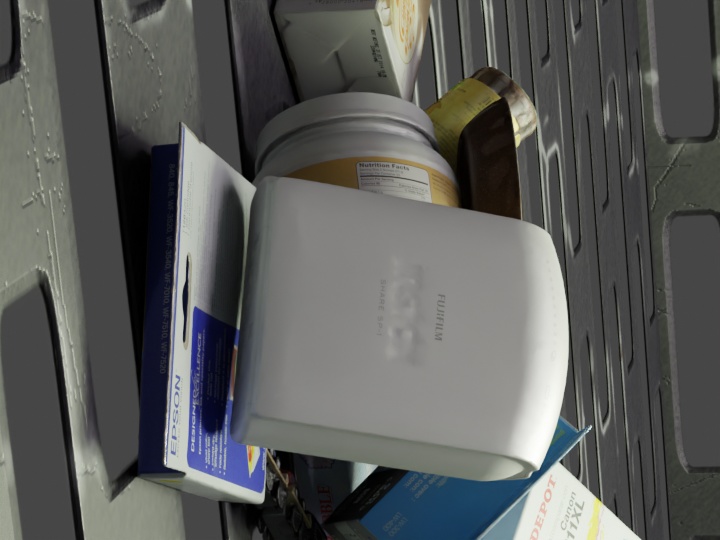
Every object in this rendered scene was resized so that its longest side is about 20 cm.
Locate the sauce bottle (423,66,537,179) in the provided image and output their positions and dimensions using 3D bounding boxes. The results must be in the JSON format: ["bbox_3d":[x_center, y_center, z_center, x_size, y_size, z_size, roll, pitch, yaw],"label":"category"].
[{"bbox_3d":[0.036,-0.067,1.802,0.200,0.065,0.065,-38,139,-20],"label":"sauce bottle"}]

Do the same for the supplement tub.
[{"bbox_3d":[0.000,0.000,1.648,0.145,0.144,0.200,63,18,-60],"label":"supplement tub"}]

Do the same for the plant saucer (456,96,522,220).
[{"bbox_3d":[0.087,-0.017,1.720,0.200,0.034,0.201,177,-90,-89],"label":"plant saucer"}]

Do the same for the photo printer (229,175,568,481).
[{"bbox_3d":[0.028,0.038,1.510,0.069,0.200,0.167,132,-34,-65],"label":"photo printer"}]

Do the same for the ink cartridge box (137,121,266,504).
[{"bbox_3d":[-0.098,0.030,1.496,0.200,0.047,0.198,36,54,-71],"label":"ink cartridge box"}]

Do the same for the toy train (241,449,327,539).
[{"bbox_3d":[-0.052,0.156,1.676,0.200,0.034,0.046,65,23,-58],"label":"toy train"}]

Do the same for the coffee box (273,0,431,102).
[{"bbox_3d":[0.001,-0.215,1.849,0.115,0.080,0.200,74,20,-45],"label":"coffee box"}]

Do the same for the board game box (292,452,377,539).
[{"bbox_3d":[0.000,0.147,1.867,0.200,0.041,0.200,-65,151,-61],"label":"board game box"}]

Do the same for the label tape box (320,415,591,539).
[{"bbox_3d":[0.060,0.138,1.676,0.066,0.143,0.200,46,-13,-1],"label":"label tape box"}]

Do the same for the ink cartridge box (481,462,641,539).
[{"bbox_3d":[0.135,0.241,1.873,0.200,0.083,0.146,43,57,-39],"label":"ink cartridge box"}]
